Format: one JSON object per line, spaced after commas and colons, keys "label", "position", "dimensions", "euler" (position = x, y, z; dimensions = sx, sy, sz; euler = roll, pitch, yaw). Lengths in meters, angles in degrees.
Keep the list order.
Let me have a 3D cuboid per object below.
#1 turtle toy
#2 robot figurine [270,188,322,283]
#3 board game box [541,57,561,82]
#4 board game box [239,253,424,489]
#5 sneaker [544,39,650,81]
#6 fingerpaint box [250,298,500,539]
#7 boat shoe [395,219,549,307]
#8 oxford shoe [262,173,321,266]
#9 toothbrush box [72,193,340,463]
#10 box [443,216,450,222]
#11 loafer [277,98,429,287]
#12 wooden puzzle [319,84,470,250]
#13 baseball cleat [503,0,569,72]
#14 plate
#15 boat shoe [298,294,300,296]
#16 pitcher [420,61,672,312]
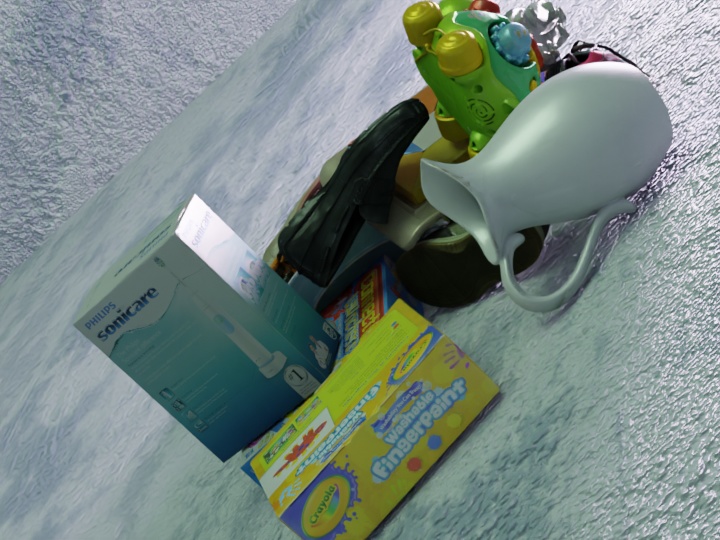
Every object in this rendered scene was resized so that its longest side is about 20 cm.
{"label": "turtle toy", "position": [0.107, -0.190, 1.611], "dimensions": [0.100, 0.146, 0.200], "euler": [-27, 36, -7]}
{"label": "robot figurine", "position": [-0.044, -0.033, 1.879], "dimensions": [0.146, 0.058, 0.200], "euler": [-59, 5, -30]}
{"label": "board game box", "position": [0.120, -0.170, 1.852], "dimensions": [0.134, 0.045, 0.200], "euler": [-16, 18, 34]}
{"label": "board game box", "position": [-0.025, 0.100, 1.692], "dimensions": [0.196, 0.056, 0.200], "euler": [-43, 16, 14]}
{"label": "sneaker", "position": [0.223, -0.191, 1.719], "dimensions": [0.081, 0.075, 0.200], "euler": [-47, 15, -1]}
{"label": "fingerpaint box", "position": [0.009, 0.134, 1.487], "dimensions": [0.200, 0.073, 0.167], "euler": [-48, 15, -2]}
{"label": "boat shoe", "position": [0.110, -0.021, 1.623], "dimensions": [0.066, 0.072, 0.200], "euler": [-44, 11, -34]}
{"label": "oxford shoe", "position": [-0.070, -0.043, 2.022], "dimensions": [0.075, 0.070, 0.201], "euler": [8, 62, 56]}
{"label": "toothbrush box", "position": [-0.141, 0.055, 1.631], "dimensions": [0.146, 0.200, 0.085], "euler": [-40, 17, 25]}
{"label": "box", "position": [0.105, -0.088, 1.822], "dimensions": [0.075, 0.050, 0.200], "euler": [-47, 15, -2]}
{"label": "loafer", "position": [0.004, -0.072, 1.641], "dimensions": [0.201, 0.070, 0.068], "euler": [-51, -13, 17]}
{"label": "wooden puzzle", "position": [0.070, -0.123, 1.698], "dimensions": [0.200, 0.037, 0.185], "euler": [-41, 38, -8]}
{"label": "baseball cleat", "position": [0.153, -0.220, 1.766], "dimensions": [0.106, 0.070, 0.200], "euler": [-30, 1, 22]}
{"label": "plate", "position": [0.000, 0.000, 1.789], "dimensions": [0.199, 0.026, 0.200], "euler": [-34, -20, -14]}
{"label": "boat shoe", "position": [-0.119, 0.084, 1.730], "dimensions": [0.200, 0.072, 0.066], "euler": [-33, 13, 45]}
{"label": "pitcher", "position": [0.175, -0.072, 1.489], "dimensions": [0.199, 0.172, 0.121], "euler": [-31, -15, -11]}
